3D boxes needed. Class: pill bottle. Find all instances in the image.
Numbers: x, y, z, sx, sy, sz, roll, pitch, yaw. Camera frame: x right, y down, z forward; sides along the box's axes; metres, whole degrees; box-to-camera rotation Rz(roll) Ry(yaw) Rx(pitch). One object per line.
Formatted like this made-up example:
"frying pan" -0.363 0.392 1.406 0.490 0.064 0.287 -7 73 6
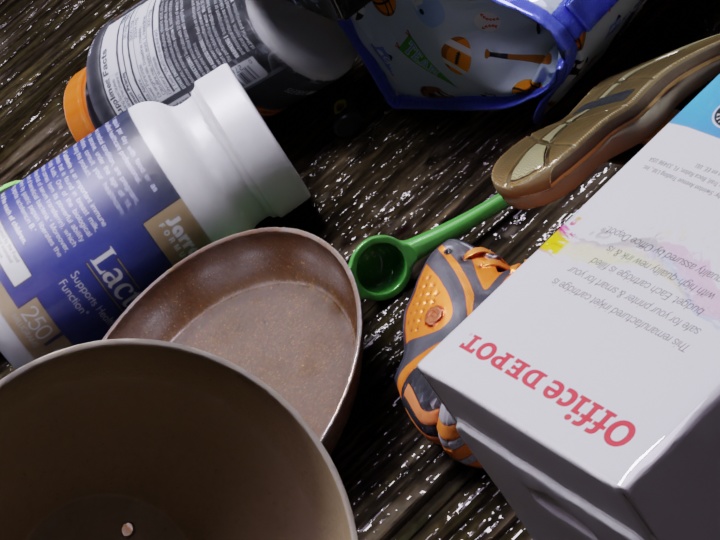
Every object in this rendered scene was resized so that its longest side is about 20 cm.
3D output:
"pill bottle" -0.103 -0.133 1.372 0.199 0.106 0.107 -24 31 39
"pill bottle" -0.135 -0.028 1.271 0.199 0.116 0.116 -35 32 1

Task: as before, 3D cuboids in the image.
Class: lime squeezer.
"lime squeezer" 0.000 0.000 1.200 0.199 0.038 0.071 -19 4 25

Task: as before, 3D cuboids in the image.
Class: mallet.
"mallet" -0.014 -0.154 1.407 0.066 0.041 0.200 -34 36 7

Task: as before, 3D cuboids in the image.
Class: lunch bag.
"lunch bag" 0.103 -0.177 1.249 0.170 0.124 0.199 -48 27 -23

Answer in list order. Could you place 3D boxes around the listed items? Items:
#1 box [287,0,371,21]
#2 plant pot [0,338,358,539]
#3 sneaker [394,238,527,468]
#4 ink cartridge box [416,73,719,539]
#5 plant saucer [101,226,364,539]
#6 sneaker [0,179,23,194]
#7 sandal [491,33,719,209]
"box" -0.019 -0.243 1.239 0.164 0.086 0.200 -40 36 -16
"plant pot" -0.110 0.142 0.989 0.200 0.200 0.134 -45 -1 -17
"sneaker" 0.093 0.001 1.063 0.200 0.078 0.112 -38 33 -6
"ink cartridge box" 0.159 0.043 0.883 0.200 0.146 0.146 -42 33 -13
"plant saucer" -0.073 0.069 1.138 0.199 0.034 0.201 -24 44 26
"sneaker" -0.245 0.015 1.353 0.083 0.077 0.200 3 49 49
"sandal" 0.149 -0.074 1.125 0.200 0.054 0.080 -35 14 -33
